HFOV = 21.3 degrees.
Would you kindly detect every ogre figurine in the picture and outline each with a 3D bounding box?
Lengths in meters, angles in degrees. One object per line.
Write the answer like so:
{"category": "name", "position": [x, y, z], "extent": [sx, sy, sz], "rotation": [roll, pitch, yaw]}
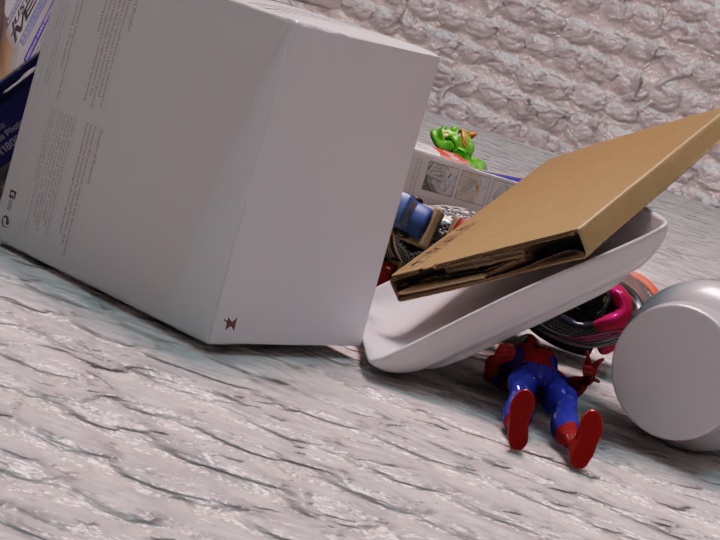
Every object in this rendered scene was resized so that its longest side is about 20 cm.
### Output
{"category": "ogre figurine", "position": [0.060, -0.089, 1.874], "extent": [0.119, 0.099, 0.200], "rotation": [1, -10, 11]}

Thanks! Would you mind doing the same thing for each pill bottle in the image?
{"category": "pill bottle", "position": [0.232, 0.059, 1.246], "extent": [0.108, 0.110, 0.200], "rotation": [21, 10, 23]}

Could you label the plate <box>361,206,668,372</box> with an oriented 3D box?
{"category": "plate", "position": [0.092, 0.008, 1.232], "extent": [0.198, 0.033, 0.200], "rotation": [-26, 11, 0]}

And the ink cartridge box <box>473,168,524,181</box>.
{"category": "ink cartridge box", "position": [0.077, -0.061, 1.635], "extent": [0.199, 0.048, 0.197], "rotation": [-11, -10, 35]}

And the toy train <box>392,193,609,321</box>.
{"category": "toy train", "position": [0.083, -0.015, 1.358], "extent": [0.198, 0.034, 0.046], "rotation": [23, -9, 15]}

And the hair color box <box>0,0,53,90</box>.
{"category": "hair color box", "position": [-0.251, -0.201, 1.511], "extent": [0.064, 0.110, 0.200], "rotation": [19, 21, -32]}

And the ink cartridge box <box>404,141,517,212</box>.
{"category": "ink cartridge box", "position": [0.035, -0.043, 1.483], "extent": [0.198, 0.110, 0.050], "rotation": [16, 9, -12]}

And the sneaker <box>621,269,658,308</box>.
{"category": "sneaker", "position": [0.145, 0.006, 1.521], "extent": [0.198, 0.078, 0.082], "rotation": [17, 16, 5]}

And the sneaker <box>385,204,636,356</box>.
{"category": "sneaker", "position": [0.110, -0.001, 1.411], "extent": [0.198, 0.081, 0.075], "rotation": [18, -10, 3]}

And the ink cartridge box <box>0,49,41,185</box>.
{"category": "ink cartridge box", "position": [-0.195, -0.125, 1.332], "extent": [0.041, 0.199, 0.200], "rotation": [55, 11, 0]}

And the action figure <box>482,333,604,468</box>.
{"category": "action figure", "position": [0.109, 0.069, 1.166], "extent": [0.065, 0.052, 0.200], "rotation": [12, 7, -3]}

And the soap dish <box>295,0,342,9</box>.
{"category": "soap dish", "position": [-0.107, -0.232, 1.224], "extent": [0.199, 0.082, 0.157], "rotation": [19, 8, 33]}

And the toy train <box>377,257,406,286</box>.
{"category": "toy train", "position": [0.000, 0.000, 1.384], "extent": [0.198, 0.034, 0.046], "rotation": [21, 1, 18]}

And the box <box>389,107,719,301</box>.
{"category": "box", "position": [0.134, -0.044, 1.240], "extent": [0.163, 0.021, 0.200], "rotation": [-15, 15, 45]}

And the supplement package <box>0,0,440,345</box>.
{"category": "supplement package", "position": [-0.089, -0.075, 1.174], "extent": [0.199, 0.193, 0.146], "rotation": [23, 11, 36]}
